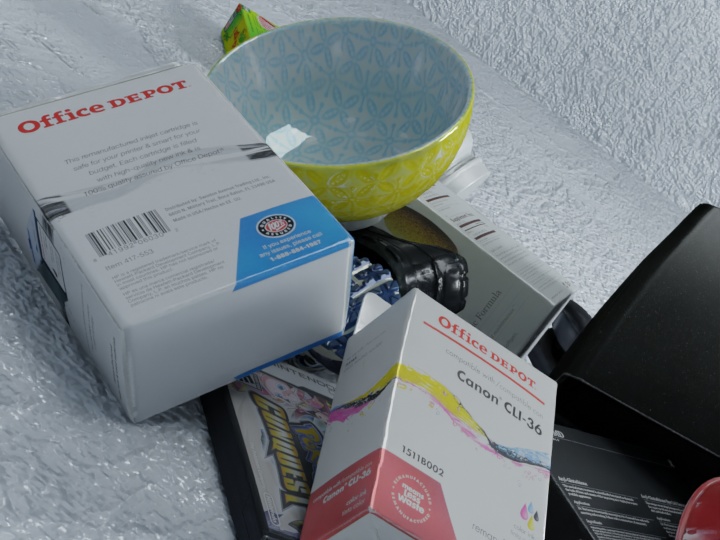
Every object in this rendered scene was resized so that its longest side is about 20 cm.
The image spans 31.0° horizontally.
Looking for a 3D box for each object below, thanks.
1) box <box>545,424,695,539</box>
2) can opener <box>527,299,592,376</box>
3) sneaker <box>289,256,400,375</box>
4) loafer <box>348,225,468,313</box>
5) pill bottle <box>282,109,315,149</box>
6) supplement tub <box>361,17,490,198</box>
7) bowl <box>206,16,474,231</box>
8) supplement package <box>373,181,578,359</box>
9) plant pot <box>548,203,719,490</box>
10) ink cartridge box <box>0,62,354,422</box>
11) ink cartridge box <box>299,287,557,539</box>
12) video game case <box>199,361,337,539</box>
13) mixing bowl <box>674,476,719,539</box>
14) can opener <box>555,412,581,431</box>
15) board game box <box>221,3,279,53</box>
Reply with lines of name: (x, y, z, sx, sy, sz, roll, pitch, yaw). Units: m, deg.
box: (0.172, 0.186, 0.880, 0.200, 0.079, 0.141, 19, 32, -43)
can opener: (0.200, 0.118, 1.155, 0.063, 0.079, 0.200, -11, 48, -9)
sneaker: (-0.021, 0.034, 0.895, 0.077, 0.085, 0.200, -17, 26, -14)
loafer: (0.000, 0.000, 0.983, 0.070, 0.068, 0.201, -1, 6, -34)
pill bottle: (-0.055, -0.098, 1.149, 0.112, 0.112, 0.200, 39, 18, 10)
supplement tub: (0.021, -0.137, 1.303, 0.200, 0.145, 0.145, 51, 19, 4)
bowl: (-0.015, -0.095, 0.979, 0.200, 0.108, 0.200, -2, 42, 1)
supplement package: (0.066, 0.003, 1.111, 0.200, 0.114, 0.110, 38, 17, 11)
plant pot: (0.274, 0.066, 1.010, 0.200, 0.177, 0.200, 30, -10, 6)
ink cartridge box: (-0.118, -0.026, 0.783, 0.146, 0.086, 0.200, -21, 48, -25)
ink cartridge box: (0.046, 0.094, 0.740, 0.116, 0.067, 0.200, 34, 41, -20)
video game case: (-0.009, 0.128, 0.792, 0.181, 0.026, 0.200, 26, 20, -29)
mixing bowl: (0.294, 0.222, 0.816, 0.200, 0.108, 0.200, 20, 62, -43)
can opener: (0.094, 0.103, 0.997, 0.200, 0.079, 0.063, 31, -23, -22)
board game box: (-0.106, -0.249, 1.552, 0.102, 0.048, 0.200, 28, 19, -22)
